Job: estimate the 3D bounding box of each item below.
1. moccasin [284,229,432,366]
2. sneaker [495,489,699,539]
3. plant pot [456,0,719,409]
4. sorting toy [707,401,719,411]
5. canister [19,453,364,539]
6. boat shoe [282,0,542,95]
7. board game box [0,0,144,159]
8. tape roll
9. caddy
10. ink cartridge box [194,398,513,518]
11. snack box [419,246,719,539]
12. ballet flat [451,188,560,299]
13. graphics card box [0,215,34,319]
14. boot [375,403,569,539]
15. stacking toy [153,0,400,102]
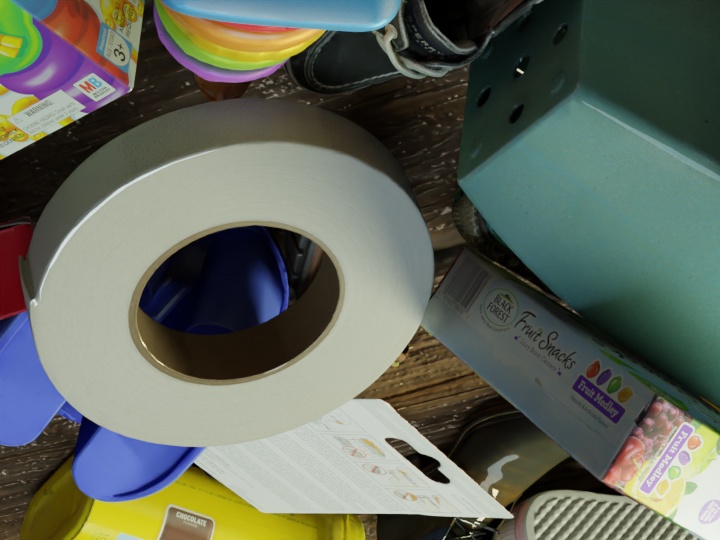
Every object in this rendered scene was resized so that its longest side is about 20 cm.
[{"bbox_3d":[0.000,0.001,1.090,0.078,0.074,0.202,-3,146,3],"label":"moccasin"},{"bbox_3d":[0.179,0.197,1.376,0.200,0.076,0.105,12,156,-19],"label":"sneaker"},{"bbox_3d":[0.153,-0.051,0.943,0.200,0.141,0.141,27,140,-24],"label":"plant pot"},{"bbox_3d":[0.240,0.076,1.185,0.199,0.070,0.200,28,140,-32],"label":"sorting toy"},{"bbox_3d":[-0.120,0.194,1.383,0.200,0.087,0.149,21,142,-22],"label":"canister"},{"bbox_3d":[0.028,-0.124,0.906,0.071,0.064,0.200,24,142,-28],"label":"boat shoe"},{"bbox_3d":[-0.196,-0.148,0.853,0.103,0.105,0.200,-23,139,33],"label":"board game box"},{"bbox_3d":[-0.064,0.005,0.984,0.202,0.037,0.203,-10,134,-11],"label":"tape roll"},{"bbox_3d":[-0.128,0.033,1.120,0.141,0.105,0.200,32,125,-16],"label":"caddy"},{"bbox_3d":[-0.024,0.098,1.228,0.200,0.057,0.163,-8,145,34],"label":"ink cartridge box"},{"bbox_3d":[0.130,0.070,0.990,0.142,0.200,0.053,29,97,-30],"label":"snack box"},{"bbox_3d":[0.137,0.001,1.084,0.200,0.068,0.075,27,174,-13],"label":"ballet flat"},{"bbox_3d":[-0.252,0.019,1.050,0.125,0.051,0.200,-19,-176,-28],"label":"graphics card box"},{"bbox_3d":[0.081,0.154,1.293,0.075,0.097,0.200,24,142,-29],"label":"boot"},{"bbox_3d":[-0.053,-0.126,0.898,0.110,0.116,0.200,4,161,-11],"label":"stacking toy"}]
